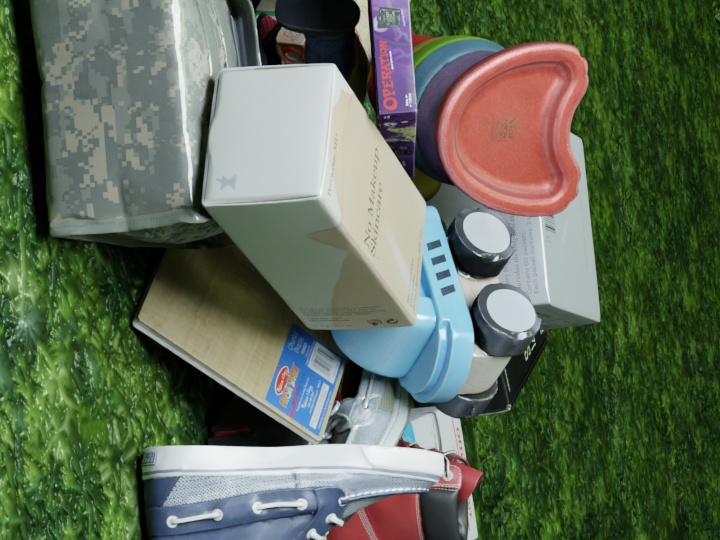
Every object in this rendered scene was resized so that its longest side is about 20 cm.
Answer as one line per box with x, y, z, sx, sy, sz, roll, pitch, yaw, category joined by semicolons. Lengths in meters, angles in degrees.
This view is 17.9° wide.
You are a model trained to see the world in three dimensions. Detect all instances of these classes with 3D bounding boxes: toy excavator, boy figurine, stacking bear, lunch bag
0.000;0.000;1.556;0.100;0.199;0.195;-58;-141;46;toy excavator
-0.025;-0.133;1.572;0.200;0.064;0.125;92;0;-57;boy figurine
0.068;-0.121;1.646;0.200;0.113;0.122;-144;-126;-63;stacking bear
-0.120;-0.098;1.445;0.200;0.117;0.165;6;79;-75;lunch bag

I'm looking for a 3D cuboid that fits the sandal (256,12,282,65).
-0.071;-0.144;1.590;0.200;0.045;0.076;-120;-156;-65;sandal

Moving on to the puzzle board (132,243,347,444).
-0.070;0.014;1.568;0.150;0.017;0.200;35;39;-15;puzzle board

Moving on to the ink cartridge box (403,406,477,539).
0.039;0.172;1.830;0.200;0.067;0.117;-12;94;-70;ink cartridge box

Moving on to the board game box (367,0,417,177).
0.020;-0.137;1.483;0.200;0.032;0.121;85;5;-80;board game box

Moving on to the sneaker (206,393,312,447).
-0.066;0.169;1.577;0.087;0.073;0.201;81;9;-68;sneaker

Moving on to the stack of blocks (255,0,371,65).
-0.018;-0.232;1.764;0.201;0.115;0.059;-64;144;-27;stack of blocks

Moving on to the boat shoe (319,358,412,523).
0.001;0.091;1.597;0.075;0.064;0.203;118;-5;-50;boat shoe

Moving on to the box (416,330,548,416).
0.089;0.007;2.001;0.164;0.086;0.201;-50;128;-64;box

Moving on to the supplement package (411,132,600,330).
0.068;-0.027;1.793;0.151;0.199;0.153;17;67;-68;supplement package

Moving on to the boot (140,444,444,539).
-0.043;0.160;1.474;0.073;0.199;0.091;142;-52;-77;boot

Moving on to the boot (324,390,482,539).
0.012;0.118;1.671;0.072;0.144;0.201;-51;129;-62;boot

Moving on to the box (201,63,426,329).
-0.025;-0.042;1.414;0.200;0.077;0.095;51;41;-62;box
